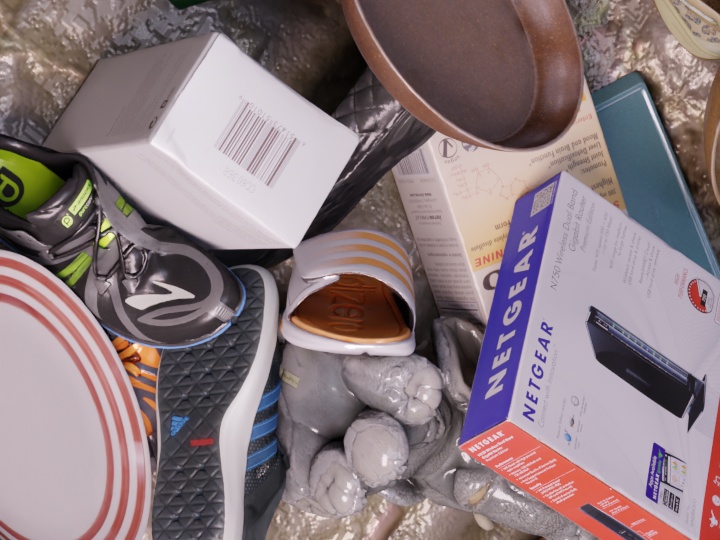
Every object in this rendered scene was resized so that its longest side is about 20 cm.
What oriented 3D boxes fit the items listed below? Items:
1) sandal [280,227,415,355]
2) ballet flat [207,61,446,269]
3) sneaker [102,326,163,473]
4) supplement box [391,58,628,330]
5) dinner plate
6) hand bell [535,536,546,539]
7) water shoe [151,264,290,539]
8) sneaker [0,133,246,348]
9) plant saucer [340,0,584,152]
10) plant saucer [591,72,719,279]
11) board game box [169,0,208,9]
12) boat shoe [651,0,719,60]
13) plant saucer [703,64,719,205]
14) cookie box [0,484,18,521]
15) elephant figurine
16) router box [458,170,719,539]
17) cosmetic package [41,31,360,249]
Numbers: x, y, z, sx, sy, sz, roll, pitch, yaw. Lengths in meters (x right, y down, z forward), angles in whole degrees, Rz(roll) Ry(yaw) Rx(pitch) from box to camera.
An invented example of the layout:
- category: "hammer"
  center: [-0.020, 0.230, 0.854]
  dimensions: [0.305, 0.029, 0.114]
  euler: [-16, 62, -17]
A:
- category: "sandal"
  center: [-0.008, -0.001, 1.532]
  dimensions: [0.079, 0.207, 0.059]
  euler: [4, 107, -4]
- category: "ballet flat"
  center: [-0.029, -0.062, 1.580]
  dimensions: [0.200, 0.057, 0.066]
  euler: [-39, 150, 6]
- category: "sneaker"
  center: [-0.158, 0.073, 1.538]
  dimensions: [0.200, 0.078, 0.112]
  euler: [-17, 93, -35]
- category: "supplement box"
  center: [0.106, -0.027, 1.653]
  dimensions: [0.126, 0.074, 0.200]
  euler: [-23, 100, -22]
- category: "dinner plate"
  center: [-0.187, 0.084, 1.419]
  dimensions: [0.200, 0.024, 0.200]
  euler: [43, 35, -41]
- category: "hand bell"
  center: [0.147, 0.165, 1.680]
  dimensions: [0.200, 0.104, 0.104]
  euler: [-45, 108, -4]
- category: "water shoe"
  center: [-0.080, 0.097, 1.513]
  dimensions: [0.079, 0.071, 0.200]
  euler: [40, 56, -57]
- category: "sneaker"
  center: [-0.161, -0.019, 1.488]
  dimensions: [0.199, 0.083, 0.071]
  euler: [32, 79, 8]
- category: "plant saucer"
  center: [0.056, -0.156, 1.560]
  dimensions: [0.200, 0.034, 0.201]
  euler: [24, 50, -32]
- category: "plant saucer"
  center: [0.203, -0.032, 1.729]
  dimensions: [0.070, 0.019, 0.200]
  euler: [-28, 100, -23]
- category: "board game box"
  center: [-0.046, -0.225, 1.513]
  dimensions: [0.029, 0.200, 0.135]
  euler: [39, 74, -19]
- category: "boat shoe"
  center: [0.208, -0.229, 1.706]
  dimensions: [0.200, 0.063, 0.073]
  euler: [47, 72, -18]
- category: "plant saucer"
  center: [0.295, -0.129, 1.718]
  dimensions: [0.200, 0.035, 0.200]
  euler: [-31, 140, -30]
- category: "cookie box"
  center: [-0.275, 0.139, 1.437]
  dimensions: [0.171, 0.075, 0.200]
  euler: [-26, 101, 9]
- category: "elephant figurine"
  center: [0.045, 0.102, 1.584]
  dimensions: [0.200, 0.141, 0.156]
  euler: [10, 80, -42]
- category: "router box"
  center: [0.160, 0.067, 1.563]
  dimensions: [0.179, 0.049, 0.200]
  euler: [33, 49, -22]
- category: "cosmetic package"
  center: [-0.099, -0.072, 1.489]
  dimensions: [0.113, 0.200, 0.081]
  euler: [37, 77, -23]
